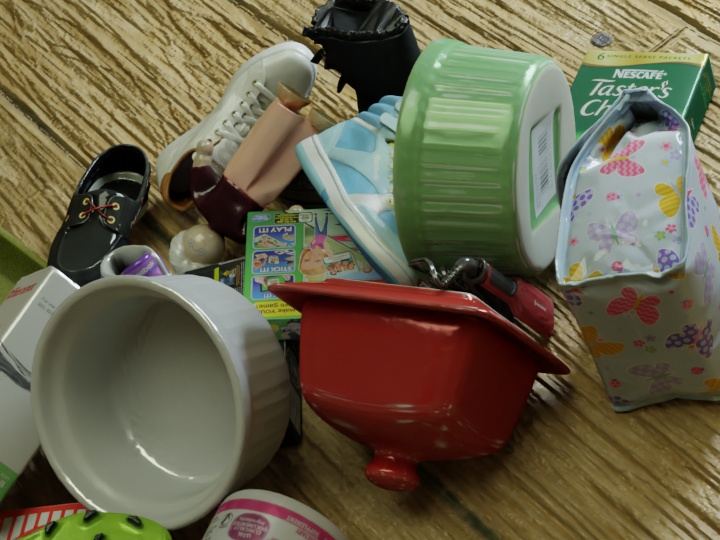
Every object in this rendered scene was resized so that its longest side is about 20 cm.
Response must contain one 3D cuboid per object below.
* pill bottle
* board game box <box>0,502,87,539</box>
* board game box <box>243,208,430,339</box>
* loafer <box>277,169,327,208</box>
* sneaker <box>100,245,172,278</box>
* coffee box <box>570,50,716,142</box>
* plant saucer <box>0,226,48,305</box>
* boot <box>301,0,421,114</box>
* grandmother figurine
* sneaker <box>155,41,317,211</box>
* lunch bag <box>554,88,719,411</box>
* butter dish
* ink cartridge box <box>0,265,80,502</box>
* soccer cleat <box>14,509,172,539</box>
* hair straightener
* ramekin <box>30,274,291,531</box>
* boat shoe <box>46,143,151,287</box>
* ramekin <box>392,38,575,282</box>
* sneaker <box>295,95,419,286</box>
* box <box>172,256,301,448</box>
[{"bbox_3d":[-0.091,0.271,1.360,0.113,0.113,0.200,6,51,29],"label":"pill bottle"},{"bbox_3d":[-0.250,0.278,1.474,0.151,0.046,0.200,-9,45,17],"label":"board game box"},{"bbox_3d":[0.000,0.000,1.611,0.199,0.029,0.135,-3,44,2],"label":"board game box"},{"bbox_3d":[-0.017,-0.094,1.723,0.200,0.063,0.072,16,56,35],"label":"loafer"},{"bbox_3d":[-0.154,0.047,1.545,0.073,0.114,0.200,-40,46,-19],"label":"sneaker"},{"bbox_3d":[0.227,-0.113,1.643,0.123,0.044,0.200,7,51,30],"label":"coffee box"},{"bbox_3d":[-0.365,0.065,1.736,0.200,0.048,0.200,-41,46,-17],"label":"plant saucer"},{"bbox_3d":[0.051,-0.173,1.696,0.198,0.163,0.073,15,57,35],"label":"boot"},{"bbox_3d":[-0.108,-0.074,1.701,0.121,0.061,0.200,39,99,23],"label":"grandmother figurine"},{"bbox_3d":[-0.112,-0.127,1.761,0.200,0.073,0.085,-44,26,18],"label":"sneaker"},{"bbox_3d":[0.225,-0.017,1.459,0.127,0.170,0.200,-7,49,23],"label":"lunch bag"},{"bbox_3d":[0.037,0.098,1.448,0.200,0.199,0.148,6,77,28],"label":"butter dish"},{"bbox_3d":[-0.300,0.104,1.574,0.200,0.084,0.145,-55,15,-17],"label":"ink cartridge box"},{"bbox_3d":[-0.238,0.235,1.423,0.199,0.081,0.068,-12,49,-3],"label":"soccer cleat"},{"bbox_3d":[0.088,0.022,1.475,0.077,0.200,0.041,-4,79,25],"label":"hair straightener"},{"bbox_3d":[-0.152,0.097,1.466,0.200,0.201,0.098,4,9,28],"label":"ramekin"},{"bbox_3d":[-0.246,-0.048,1.748,0.073,0.063,0.202,9,36,7],"label":"boat shoe"},{"bbox_3d":[0.106,-0.087,1.518,0.097,0.200,0.200,5,50,22],"label":"ramekin"},{"bbox_3d":[0.034,-0.078,1.587,0.130,0.080,0.200,-34,49,2],"label":"sneaker"},{"bbox_3d":[-0.132,0.080,1.619,0.160,0.044,0.200,-15,43,11],"label":"box"}]
